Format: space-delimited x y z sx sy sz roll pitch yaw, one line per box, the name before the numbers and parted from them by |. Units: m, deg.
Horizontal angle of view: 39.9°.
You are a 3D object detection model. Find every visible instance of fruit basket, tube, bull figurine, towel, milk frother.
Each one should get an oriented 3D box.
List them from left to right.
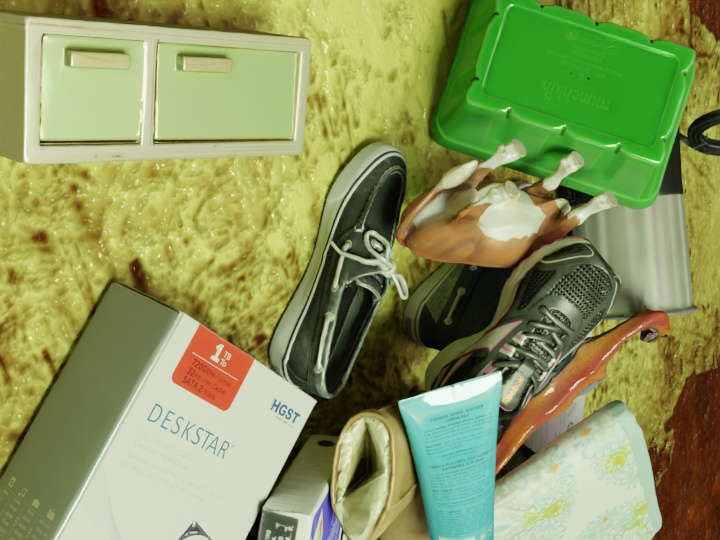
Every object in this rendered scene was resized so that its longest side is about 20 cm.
tube | 0.074 0.158 0.756 0.076 0.051 0.202 -18 131 -12
bull figurine | 0.119 -0.042 0.772 0.198 0.121 0.066 -4 63 -42
fruit basket | 0.171 -0.151 0.839 0.214 0.214 0.158 20 88 -48
towel | 0.193 0.229 0.908 0.170 0.048 0.202 -34 129 -11
milk frother | 0.306 -0.057 0.955 0.180 0.197 0.192 -8 92 -59

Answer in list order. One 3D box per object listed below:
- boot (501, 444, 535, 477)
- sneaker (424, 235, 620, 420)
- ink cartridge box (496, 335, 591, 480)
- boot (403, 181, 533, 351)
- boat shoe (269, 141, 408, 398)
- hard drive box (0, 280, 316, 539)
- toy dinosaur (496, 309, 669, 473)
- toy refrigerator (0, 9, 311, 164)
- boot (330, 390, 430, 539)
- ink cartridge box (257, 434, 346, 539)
boot | 0.134 0.270 0.961 0.130 0.067 0.202 -31 131 -24
sneaker | 0.123 0.067 0.758 0.201 0.080 0.087 -52 -169 29
ink cartridge box | 0.159 0.129 1.002 0.198 0.043 0.200 -13 113 -40
boot | 0.130 0.003 0.888 0.201 0.090 0.073 -50 134 -23
boat shoe | -0.002 -0.001 0.759 0.073 0.067 0.202 38 75 -47
hard drive box | -0.140 0.135 0.651 0.156 0.076 0.202 39 74 -47
toy dinosaur | 0.188 0.100 0.870 0.105 0.180 0.202 40 39 -36
toy refrigerator | -0.121 -0.108 0.591 0.198 0.069 0.077 -8 110 -45
boot | 0.023 0.187 0.802 0.200 0.065 0.179 -3 95 -74
ink cartridge box | -0.047 0.239 0.783 0.200 0.043 0.202 -37 137 -74
